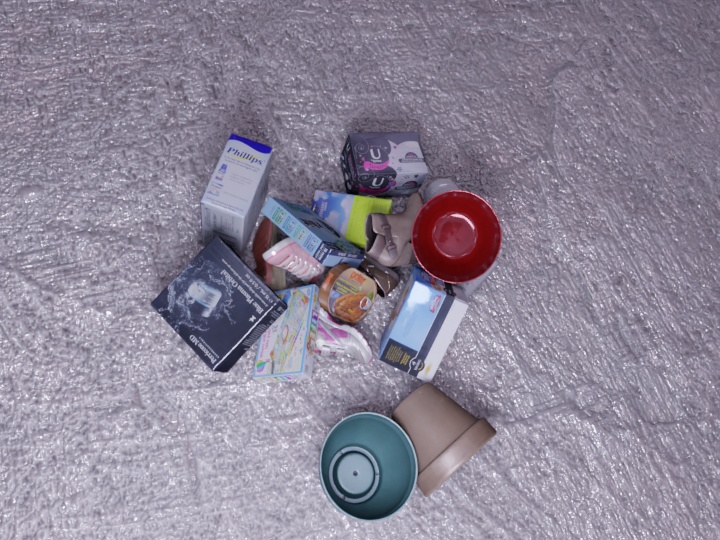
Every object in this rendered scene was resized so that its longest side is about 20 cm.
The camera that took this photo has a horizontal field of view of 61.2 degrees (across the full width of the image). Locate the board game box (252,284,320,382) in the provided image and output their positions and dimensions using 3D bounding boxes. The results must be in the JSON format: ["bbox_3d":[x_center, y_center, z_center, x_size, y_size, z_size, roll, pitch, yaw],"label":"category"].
[{"bbox_3d":[-0.158,0.137,1.325,0.132,0.034,0.204,-10,59,29],"label":"board game box"}]

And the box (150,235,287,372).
[{"bbox_3d":[-0.292,0.073,1.283,0.196,0.118,0.200,43,84,8],"label":"box"}]

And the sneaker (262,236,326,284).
[{"bbox_3d":[-0.138,-0.019,1.389,0.106,0.075,0.199,61,24,7],"label":"sneaker"}]

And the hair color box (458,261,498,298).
[{"bbox_3d":[0.249,0.022,1.527,0.099,0.061,0.200,43,61,8],"label":"hair color box"}]

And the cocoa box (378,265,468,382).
[{"bbox_3d":[0.136,0.116,1.354,0.129,0.203,0.134,24,16,-2],"label":"cocoa box"}]

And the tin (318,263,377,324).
[{"bbox_3d":[-0.026,0.052,1.363,0.042,0.199,0.113,30,88,30],"label":"tin"}]

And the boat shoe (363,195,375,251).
[{"bbox_3d":[0.034,-0.109,1.524,0.072,0.068,0.203,9,63,-12],"label":"boat shoe"}]

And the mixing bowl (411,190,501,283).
[{"bbox_3d":[0.216,-0.078,1.380,0.195,0.108,0.205,1,96,8],"label":"mixing bowl"}]

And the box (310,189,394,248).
[{"bbox_3d":[-0.026,-0.122,1.480,0.196,0.048,0.124,10,75,16],"label":"box"}]

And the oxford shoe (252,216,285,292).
[{"bbox_3d":[-0.208,-0.038,1.435,0.073,0.070,0.204,21,55,-36],"label":"oxford shoe"}]

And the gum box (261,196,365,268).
[{"bbox_3d":[-0.104,-0.082,1.368,0.199,0.169,0.045,39,103,22],"label":"gum box"}]

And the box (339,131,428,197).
[{"bbox_3d":[0.060,-0.274,1.585,0.196,0.115,0.135,-5,66,-17],"label":"box"}]

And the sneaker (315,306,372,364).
[{"bbox_3d":[-0.065,0.160,1.367,0.198,0.082,0.089,31,64,8],"label":"sneaker"}]

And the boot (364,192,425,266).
[{"bbox_3d":[0.077,-0.106,1.410,0.144,0.070,0.204,15,65,-30],"label":"boot"}]

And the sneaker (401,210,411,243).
[{"bbox_3d":[0.097,-0.086,1.511,0.096,0.079,0.201,46,43,-8],"label":"sneaker"}]

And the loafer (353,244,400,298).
[{"bbox_3d":[0.000,0.000,1.459,0.197,0.073,0.072,27,61,-1],"label":"loafer"}]

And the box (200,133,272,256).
[{"bbox_3d":[-0.285,-0.170,1.398,0.103,0.185,0.203,19,61,-4],"label":"box"}]

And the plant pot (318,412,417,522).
[{"bbox_3d":[0.002,0.403,1.230,0.196,0.135,0.204,6,64,-13],"label":"plant pot"}]

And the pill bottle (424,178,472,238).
[{"bbox_3d":[0.232,-0.137,1.538,0.111,0.115,0.202,-1,42,-16],"label":"pill bottle"}]

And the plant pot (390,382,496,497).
[{"bbox_3d":[0.157,0.340,1.280,0.199,0.202,0.175,-32,68,-26],"label":"plant pot"}]
